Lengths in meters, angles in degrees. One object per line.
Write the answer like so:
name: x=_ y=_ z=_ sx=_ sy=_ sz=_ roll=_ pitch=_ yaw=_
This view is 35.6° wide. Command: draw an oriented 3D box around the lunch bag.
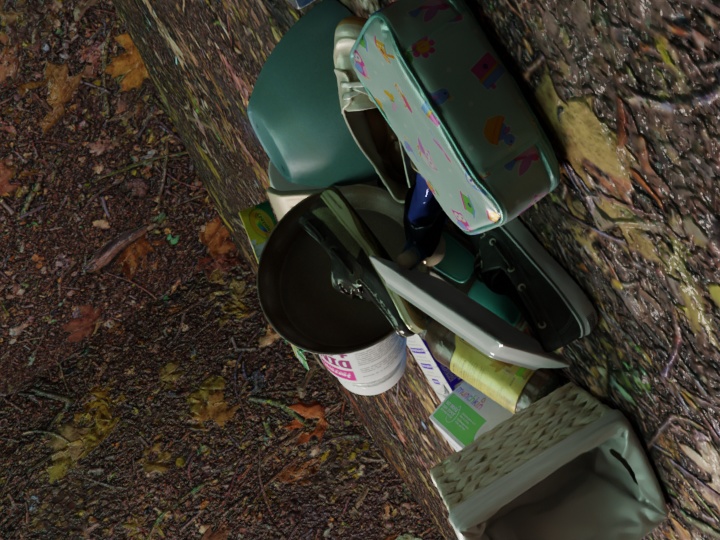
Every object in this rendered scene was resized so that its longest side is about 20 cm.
lunch bag: x=0.073 y=-0.130 z=0.915 sx=0.201 sy=0.077 sz=0.160 roll=58 pitch=172 yaw=-1

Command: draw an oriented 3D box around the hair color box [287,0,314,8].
hair color box: x=-0.085 y=-0.358 z=1.053 sx=0.100 sy=0.060 sz=0.201 roll=49 pitch=166 yaw=41

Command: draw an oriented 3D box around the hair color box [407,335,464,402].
hair color box: x=0.097 y=0.084 z=1.525 sx=0.202 sy=0.064 sz=0.109 roll=60 pitch=170 yaw=-3

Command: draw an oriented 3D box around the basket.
basket: x=0.182 y=0.222 z=1.126 sx=0.137 sy=0.199 sz=0.123 roll=61 pitch=174 yaw=-24

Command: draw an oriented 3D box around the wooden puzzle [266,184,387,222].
wooden puzzle: x=-0.001 y=-0.038 z=1.346 sx=0.186 sy=0.197 sz=0.038 roll=72 pitch=-157 yaw=-57

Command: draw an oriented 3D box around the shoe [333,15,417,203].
shoe: x=0.021 y=-0.152 z=1.091 sx=0.069 sy=0.054 sz=0.201 roll=-1 pitch=134 yaw=28

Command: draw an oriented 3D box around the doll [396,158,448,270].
doll: x=0.066 y=-0.061 z=1.096 sx=0.048 sy=0.138 sz=0.201 roll=16 pitch=154 yaw=7

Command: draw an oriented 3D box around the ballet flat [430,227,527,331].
ballet flat: x=0.133 y=0.015 z=1.166 sx=0.063 sy=0.068 sz=0.200 roll=30 pitch=-170 yaw=-36

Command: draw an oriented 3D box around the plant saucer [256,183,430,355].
plant saucer: x=-0.016 y=0.002 z=1.224 sx=0.201 sy=0.199 sz=0.035 roll=52 pitch=179 yaw=28

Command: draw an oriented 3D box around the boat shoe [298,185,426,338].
boat shoe: x=0.000 y=0.000 z=1.167 sx=0.073 sy=0.065 sz=0.201 roll=42 pitch=-167 yaw=-54

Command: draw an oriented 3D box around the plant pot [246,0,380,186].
plant pot: x=-0.044 y=-0.170 z=1.215 sx=0.201 sy=0.134 sz=0.200 roll=55 pitch=170 yaw=15

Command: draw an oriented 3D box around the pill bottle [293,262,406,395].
pill bottle: x=-0.005 y=0.063 z=1.333 sx=0.114 sy=0.113 sz=0.201 roll=52 pitch=170 yaw=32

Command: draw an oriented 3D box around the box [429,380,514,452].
box: x=0.198 y=0.232 z=1.315 sx=0.177 sy=0.097 sz=0.200 roll=50 pitch=174 yaw=-25

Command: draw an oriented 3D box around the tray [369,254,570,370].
tray: x=0.096 y=0.043 z=1.049 sx=0.107 sy=0.022 sz=0.199 roll=17 pitch=-168 yaw=-42

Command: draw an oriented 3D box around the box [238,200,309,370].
box: x=-0.096 y=0.023 z=1.439 sx=0.117 sy=0.048 sz=0.202 roll=80 pitch=170 yaw=-73

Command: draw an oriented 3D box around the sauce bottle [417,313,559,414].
sauce bottle: x=0.122 y=0.089 z=1.235 sx=0.199 sy=0.065 sz=0.065 roll=32 pitch=161 yaw=23

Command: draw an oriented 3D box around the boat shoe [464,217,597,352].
boat shoe: x=0.138 y=-0.004 z=1.041 sx=0.200 sy=0.056 sz=0.069 roll=50 pitch=168 yaw=39

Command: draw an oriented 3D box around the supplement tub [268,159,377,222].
supplement tub: x=-0.041 y=-0.082 z=1.464 sx=0.141 sy=0.139 sz=0.201 roll=52 pitch=169 yaw=28
